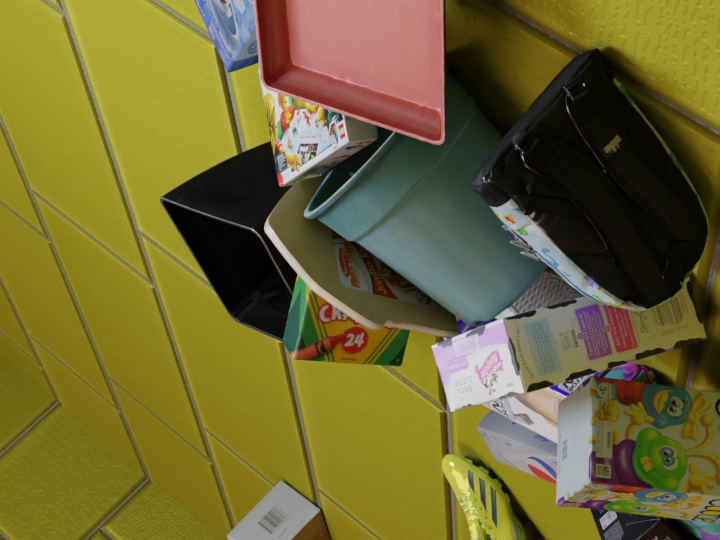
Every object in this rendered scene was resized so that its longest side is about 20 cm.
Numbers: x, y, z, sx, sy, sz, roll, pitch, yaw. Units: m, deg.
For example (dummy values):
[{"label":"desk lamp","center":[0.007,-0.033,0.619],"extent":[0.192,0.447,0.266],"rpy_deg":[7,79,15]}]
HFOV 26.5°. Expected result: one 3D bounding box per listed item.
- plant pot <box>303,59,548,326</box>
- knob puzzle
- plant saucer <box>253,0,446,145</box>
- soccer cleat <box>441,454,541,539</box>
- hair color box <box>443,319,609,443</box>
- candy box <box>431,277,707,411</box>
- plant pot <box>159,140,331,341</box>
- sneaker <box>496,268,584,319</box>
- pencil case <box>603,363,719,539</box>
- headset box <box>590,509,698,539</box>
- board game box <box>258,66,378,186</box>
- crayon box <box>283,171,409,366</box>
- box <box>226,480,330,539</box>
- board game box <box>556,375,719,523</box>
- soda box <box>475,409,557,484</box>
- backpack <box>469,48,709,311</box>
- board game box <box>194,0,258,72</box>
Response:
[{"label":"plant pot","center":[0.083,-0.063,1.457],"extent":[0.196,0.200,0.200],"rpy_deg":[42,159,-10]},{"label":"knob puzzle","center":[-0.008,-0.017,1.501],"extent":[0.220,0.220,0.030],"rpy_deg":[44,129,6]},{"label":"plant saucer","center":[-0.004,-0.224,1.311],"extent":[0.200,0.037,0.200],"rpy_deg":[21,133,28]},{"label":"soccer cleat","center":[0.171,0.339,2.098],"extent":[0.200,0.084,0.065],"rpy_deg":[52,158,-13]},{"label":"hair color box","center":[0.195,0.126,1.725],"extent":[0.200,0.065,0.109],"rpy_deg":[24,148,41]},{"label":"candy box","center":[0.193,0.067,1.438],"extent":[0.168,0.200,0.072],"rpy_deg":[-27,78,67]},{"label":"plant pot","center":[-0.075,-0.045,1.762],"extent":[0.200,0.177,0.200],"rpy_deg":[18,144,48]},{"label":"sneaker","center":[0.169,0.024,1.613],"extent":[0.200,0.074,0.118],"rpy_deg":[29,-179,4]},{"label":"pencil case","center":[0.321,0.189,1.578],"extent":[0.200,0.085,0.092],"rpy_deg":[45,113,0]},{"label":"headset box","center":[0.347,0.317,1.648],"extent":[0.200,0.077,0.149],"rpy_deg":[42,-167,-14]},{"label":"board game box","center":[-0.044,-0.164,1.484],"extent":[0.200,0.035,0.126],"rpy_deg":[156,105,-66]},{"label":"crayon box","center":[0.000,0.000,1.627],"extent":[0.051,0.127,0.200],"rpy_deg":[-129,48,-61]},{"label":"box","center":[-0.146,0.522,2.881],"extent":[0.106,0.152,0.200],"rpy_deg":[32,154,29]},{"label":"board game box","center":[0.296,0.172,1.438],"extent":[0.200,0.105,0.103],"rpy_deg":[7,158,-9]},{"label":"soda box","center":[0.232,0.206,1.788],"extent":[0.200,0.068,0.063],"rpy_deg":[16,143,50]},{"label":"backpack","center":[0.204,-0.058,1.301],"extent":[0.200,0.163,0.154],"rpy_deg":[40,167,-3]},{"label":"board game box","center":[-0.134,-0.322,1.497],"extent":[0.200,0.043,0.199],"rpy_deg":[64,157,6]}]
